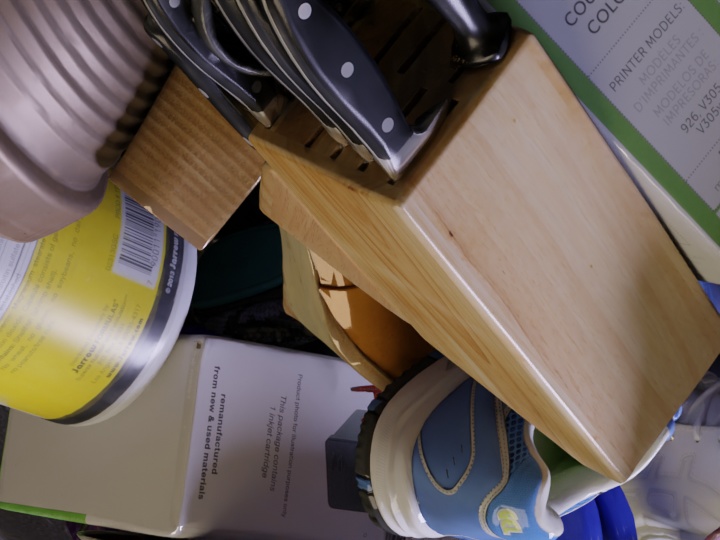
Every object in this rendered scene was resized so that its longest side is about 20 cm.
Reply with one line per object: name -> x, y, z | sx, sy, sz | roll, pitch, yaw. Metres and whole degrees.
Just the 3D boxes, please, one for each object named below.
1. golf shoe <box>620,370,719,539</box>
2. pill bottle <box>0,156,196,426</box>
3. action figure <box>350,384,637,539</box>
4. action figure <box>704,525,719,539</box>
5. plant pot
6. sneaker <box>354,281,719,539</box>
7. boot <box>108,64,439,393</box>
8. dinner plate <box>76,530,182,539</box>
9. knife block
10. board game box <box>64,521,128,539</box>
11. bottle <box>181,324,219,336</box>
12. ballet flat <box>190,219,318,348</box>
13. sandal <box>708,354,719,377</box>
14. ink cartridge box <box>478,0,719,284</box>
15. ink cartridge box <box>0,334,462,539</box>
golf shoe -> 0.130, 0.071, 0.783 | 0.092, 0.075, 0.200 | 48, 147, -7
pill bottle -> -0.169, -0.019, 0.735 | 0.200, 0.112, 0.112 | 25, 155, -37
action figure -> 0.068, 0.092, 0.770 | 0.099, 0.201, 0.065 | -23, 169, 42
action figure -> 0.171, 0.041, 0.656 | 0.134, 0.200, 0.149 | 25, 112, -15
plant pot -> -0.115, -0.119, 0.641 | 0.092, 0.201, 0.201 | -25, 134, 9
sneaker -> 0.090, 0.037, 0.685 | 0.077, 0.200, 0.076 | 11, 132, 46
boot -> 0.020, -0.039, 0.680 | 0.201, 0.144, 0.071 | 39, 179, -37
dinner plate -> -0.025, 0.135, 0.830 | 0.199, 0.024, 0.200 | 6, 172, 1
knife block -> 0.029, -0.030, 0.540 | 0.200, 0.064, 0.176 | 39, 170, 2
board game box -> -0.049, 0.153, 0.971 | 0.199, 0.032, 0.120 | 18, -167, -23
bottle -> -0.098, 0.093, 1.041 | 0.083, 0.066, 0.200 | 21, 152, -12
ballet flat -> 0.000, 0.000, 0.823 | 0.072, 0.072, 0.200 | 38, 153, -22
sandal -> 0.204, 0.075, 0.817 | 0.200, 0.043, 0.076 | 25, 150, -1
ink cartridge box -> 0.051, -0.082, 0.590 | 0.200, 0.059, 0.104 | 42, 170, -20
ink cartridge box -> -0.038, 0.082, 0.861 | 0.199, 0.084, 0.145 | 13, 171, -40
